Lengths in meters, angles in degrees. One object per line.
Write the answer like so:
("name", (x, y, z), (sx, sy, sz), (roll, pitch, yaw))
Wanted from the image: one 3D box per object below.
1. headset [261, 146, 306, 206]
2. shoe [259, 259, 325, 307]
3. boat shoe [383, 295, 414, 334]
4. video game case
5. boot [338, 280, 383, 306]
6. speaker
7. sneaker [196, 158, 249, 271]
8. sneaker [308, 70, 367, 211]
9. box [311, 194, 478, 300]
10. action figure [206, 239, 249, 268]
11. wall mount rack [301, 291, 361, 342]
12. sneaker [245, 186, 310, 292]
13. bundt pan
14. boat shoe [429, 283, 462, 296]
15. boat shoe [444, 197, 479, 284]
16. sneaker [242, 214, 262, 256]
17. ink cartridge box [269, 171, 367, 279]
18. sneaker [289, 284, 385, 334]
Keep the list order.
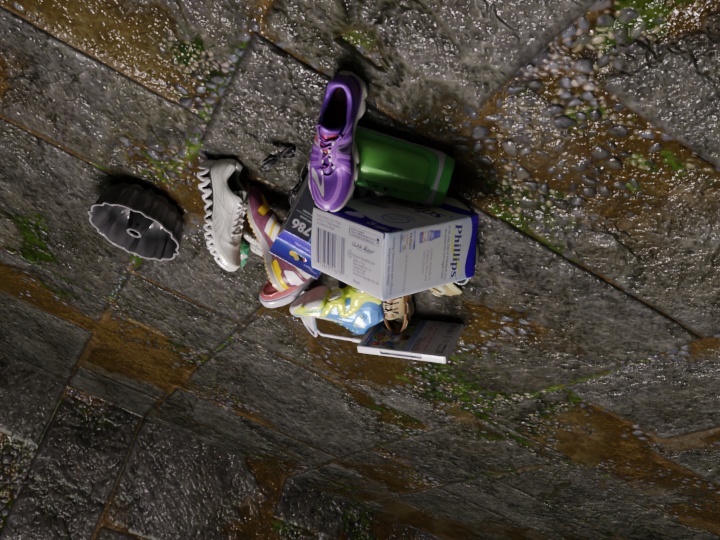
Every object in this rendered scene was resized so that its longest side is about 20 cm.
("headset", (-0.095, -0.113, 1.322), (0.204, 0.092, 0.123), (69, 167, -21))
("shoe", (-0.120, -0.015, 1.473), (0.072, 0.198, 0.092), (53, 173, 41))
("boat shoe", (0.071, 0.065, 1.583), (0.074, 0.075, 0.201), (6, 149, 19))
("video game case", (0.108, 0.144, 1.645), (0.195, 0.143, 0.018), (5, 117, 23))
("boot", (0.000, 0.000, 1.457), (0.094, 0.075, 0.204), (3, 126, 1))
("speaker", (0.043, -0.164, 1.191), (0.195, 0.090, 0.089), (17, 152, 2))
("sneaker", (-0.237, -0.101, 1.378), (0.079, 0.206, 0.075), (-8, -176, 18))
("sneaker", (-0.044, -0.184, 1.110), (0.079, 0.083, 0.205), (12, 109, 13))
("box", (0.052, -0.045, 1.196), (0.197, 0.108, 0.182), (-12, -157, -38))
("action figure", (-0.259, -0.046, 1.516), (0.118, 0.055, 0.199), (46, 164, -12))
("wall mount rack", (-0.079, 0.085, 1.640), (0.174, 0.074, 0.201), (46, 162, 25))
("sneaker", (-0.144, -0.069, 1.413), (0.088, 0.204, 0.075), (-22, 173, 10))
("bundt pan", (-0.451, -0.106, 1.582), (0.197, 0.077, 0.203), (13, 150, 8))
("boat shoe", (0.120, 0.005, 1.411), (0.063, 0.074, 0.199), (-35, 147, 20))
("boat shoe", (0.166, -0.045, 1.340), (0.068, 0.073, 0.202), (4, 148, 23))
("sneaker", (-0.204, -0.068, 1.509), (0.087, 0.077, 0.199), (-15, 137, 45))
("ink cartridge box", (-0.061, -0.096, 1.253), (0.098, 0.204, 0.039), (27, 178, -17))
("sneaker", (-0.040, 0.083, 1.451), (0.196, 0.076, 0.107), (-13, 113, 32))
